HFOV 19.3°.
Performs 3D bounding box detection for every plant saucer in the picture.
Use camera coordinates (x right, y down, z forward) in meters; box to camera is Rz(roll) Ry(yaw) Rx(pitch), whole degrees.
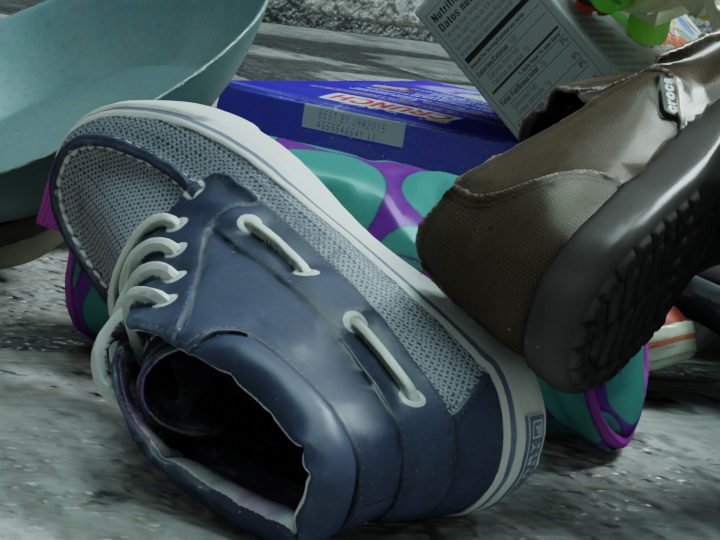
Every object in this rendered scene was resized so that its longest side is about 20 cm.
[{"bbox_3d":[-0.122,-0.063,0.844,0.201,0.039,0.201,-18,24,8],"label":"plant saucer"}]

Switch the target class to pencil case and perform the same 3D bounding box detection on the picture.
[{"bbox_3d":[0.000,0.000,0.713,0.200,0.085,0.092,11,1,17],"label":"pencil case"}]

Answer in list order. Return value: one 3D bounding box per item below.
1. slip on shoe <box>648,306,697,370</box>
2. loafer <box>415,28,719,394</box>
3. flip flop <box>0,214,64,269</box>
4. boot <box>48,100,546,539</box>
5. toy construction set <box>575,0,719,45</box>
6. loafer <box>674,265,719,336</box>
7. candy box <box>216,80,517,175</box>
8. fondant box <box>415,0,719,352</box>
[{"bbox_3d":[0.032,0.001,0.808,0.200,0.061,0.074,14,9,23],"label":"slip on shoe"},{"bbox_3d":[0.083,-0.038,0.619,0.071,0.073,0.200,28,34,20],"label":"loafer"},{"bbox_3d":[-0.128,-0.039,0.919,0.081,0.058,0.200,-22,21,11],"label":"flip flop"},{"bbox_3d":[-0.046,0.007,0.601,0.200,0.073,0.090,31,25,37],"label":"boot"},{"bbox_3d":[0.167,-0.130,0.889,0.131,0.092,0.200,34,26,33],"label":"toy construction set"},{"bbox_3d":[0.149,-0.004,0.803,0.200,0.063,0.072,26,-7,25],"label":"loafer"},{"bbox_3d":[0.048,-0.046,1.052,0.169,0.077,0.200,16,11,31],"label":"candy box"},{"bbox_3d":[0.134,-0.062,0.958,0.200,0.058,0.144,54,27,17],"label":"fondant box"}]
